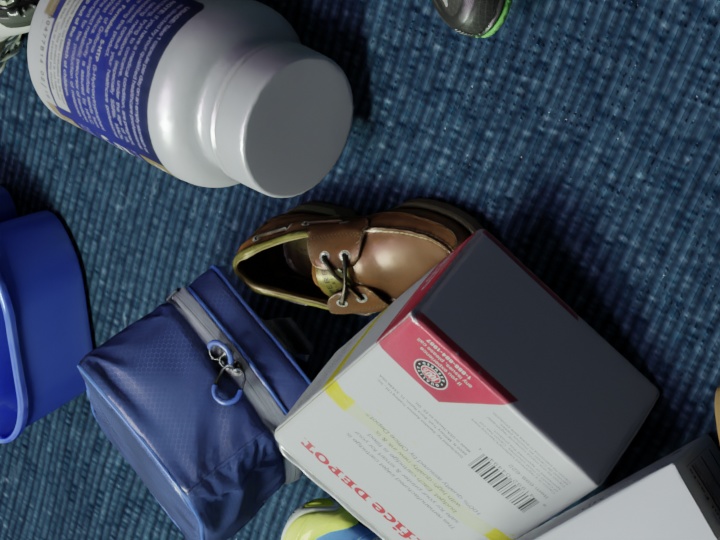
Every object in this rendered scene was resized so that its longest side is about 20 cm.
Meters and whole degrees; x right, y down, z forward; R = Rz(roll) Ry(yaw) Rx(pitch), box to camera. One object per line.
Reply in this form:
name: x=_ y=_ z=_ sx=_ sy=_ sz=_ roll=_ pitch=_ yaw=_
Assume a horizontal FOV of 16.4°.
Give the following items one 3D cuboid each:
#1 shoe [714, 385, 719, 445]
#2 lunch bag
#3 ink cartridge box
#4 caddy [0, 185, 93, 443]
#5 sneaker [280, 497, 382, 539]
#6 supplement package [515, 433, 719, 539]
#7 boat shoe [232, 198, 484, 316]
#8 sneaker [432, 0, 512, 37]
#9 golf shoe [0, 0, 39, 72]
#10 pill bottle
shoe: x=0.246 y=0.145 z=1.321 sx=0.053 sy=0.070 sz=0.201 roll=-23 pitch=94 yaw=19
lunch bag: x=-0.093 y=0.085 z=1.630 sx=0.136 sy=0.132 sz=0.200 roll=50 pitch=168 yaw=11
ink cartridge box: x=0.057 y=0.084 z=1.464 sx=0.145 sy=0.084 sz=0.200 roll=42 pitch=145 yaw=-5
caddy: x=-0.285 y=0.033 z=1.897 sx=0.141 sy=0.105 sz=0.201 roll=25 pitch=130 yaw=41
sneaker: x=-0.004 y=0.259 z=1.699 sx=0.105 sy=0.076 sz=0.201 roll=16 pitch=120 yaw=45
supplement package: x=0.136 y=0.209 z=1.366 sx=0.199 sy=0.111 sz=0.156 roll=-31 pitch=86 yaw=17
boat shoe: x=0.000 y=0.000 z=1.530 sx=0.199 sy=0.068 sz=0.072 roll=0 pitch=110 yaw=52
sneaker: x=0.022 y=-0.215 z=1.342 sx=0.077 sy=0.084 sz=0.201 roll=-15 pitch=100 yaw=56
golf shoe: x=-0.260 y=-0.183 z=1.766 sx=0.200 sy=0.077 sz=0.088 roll=12 pitch=141 yaw=52
pill bottle: x=-0.103 y=-0.119 z=1.541 sx=0.200 sy=0.119 sz=0.120 roll=27 pitch=132 yaw=41
